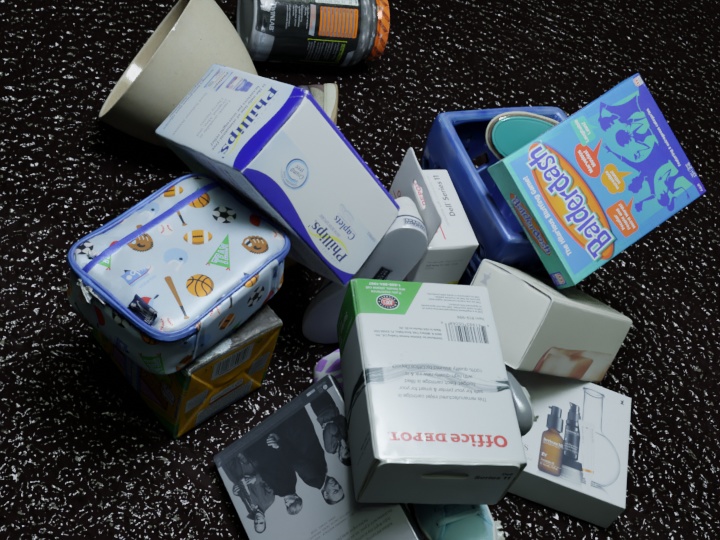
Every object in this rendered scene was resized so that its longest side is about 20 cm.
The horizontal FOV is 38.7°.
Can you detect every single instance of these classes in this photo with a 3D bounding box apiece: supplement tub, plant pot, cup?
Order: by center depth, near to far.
[{"bbox_3d":[0.177,-0.064,1.245,0.198,0.181,0.201,-7,54,-29],"label":"plant pot"},{"bbox_3d":[-0.204,-0.223,1.255,0.143,0.200,0.202,37,44,-22],"label":"cup"},{"bbox_3d":[-0.067,-0.350,1.434,0.197,0.123,0.124,0,52,-21],"label":"supplement tub"}]

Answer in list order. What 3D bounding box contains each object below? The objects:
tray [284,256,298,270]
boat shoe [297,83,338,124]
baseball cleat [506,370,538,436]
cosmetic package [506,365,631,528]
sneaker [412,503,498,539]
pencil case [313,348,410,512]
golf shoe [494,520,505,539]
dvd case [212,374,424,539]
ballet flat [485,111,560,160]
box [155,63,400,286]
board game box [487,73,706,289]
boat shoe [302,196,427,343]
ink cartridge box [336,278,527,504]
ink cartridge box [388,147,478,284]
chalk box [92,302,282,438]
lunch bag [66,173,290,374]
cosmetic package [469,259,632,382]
[{"bbox_3d":[-0.101,-0.093,1.233,0.098,0.037,0.202,-24,53,13],"label":"tray"},{"bbox_3d":[-0.065,-0.165,1.322,0.064,0.072,0.202,4,54,1],"label":"boat shoe"},{"bbox_3d":[0.092,0.115,1.081,0.105,0.071,0.200,-2,26,-36],"label":"baseball cleat"},{"bbox_3d":[0.200,0.179,1.145,0.198,0.052,0.152,20,45,-3],"label":"cosmetic package"},{"bbox_3d":[0.076,0.201,1.009,0.073,0.082,0.201,-23,46,-4],"label":"sneaker"},{"bbox_3d":[0.000,0.176,1.057,0.085,0.083,0.202,33,38,-40],"label":"pencil case"},{"bbox_3d":[0.107,0.339,0.976,0.096,0.079,0.202,-8,47,-4],"label":"golf shoe"},{"bbox_3d":[-0.042,0.222,0.974,0.150,0.025,0.201,-35,62,8],"label":"dvd case"},{"bbox_3d":[0.226,-0.135,1.168,0.198,0.070,0.070,15,48,-14],"label":"ballet flat"},{"bbox_3d":[-0.086,-0.103,1.069,0.105,0.184,0.199,-50,39,-10],"label":"box"},{"bbox_3d":[0.257,-0.097,1.109,0.199,0.045,0.153,-33,93,-17],"label":"board game box"},{"bbox_3d":[0.000,0.000,1.126,0.071,0.201,0.066,20,37,-23],"label":"boat shoe"},{"bbox_3d":[0.061,0.114,0.968,0.145,0.084,0.202,5,49,-14],"label":"ink cartridge box"},{"bbox_3d":[0.070,-0.033,1.169,0.066,0.201,0.118,-3,53,-22],"label":"ink cartridge box"},{"bbox_3d":[-0.195,0.043,1.062,0.124,0.125,0.200,-28,64,-35],"label":"chalk box"},{"bbox_3d":[-0.177,-0.003,0.975,0.160,0.076,0.200,38,50,17],"label":"lunch bag"},{"bbox_3d":[0.206,0.060,1.144,0.103,0.088,0.199,34,12,39],"label":"cosmetic package"}]
